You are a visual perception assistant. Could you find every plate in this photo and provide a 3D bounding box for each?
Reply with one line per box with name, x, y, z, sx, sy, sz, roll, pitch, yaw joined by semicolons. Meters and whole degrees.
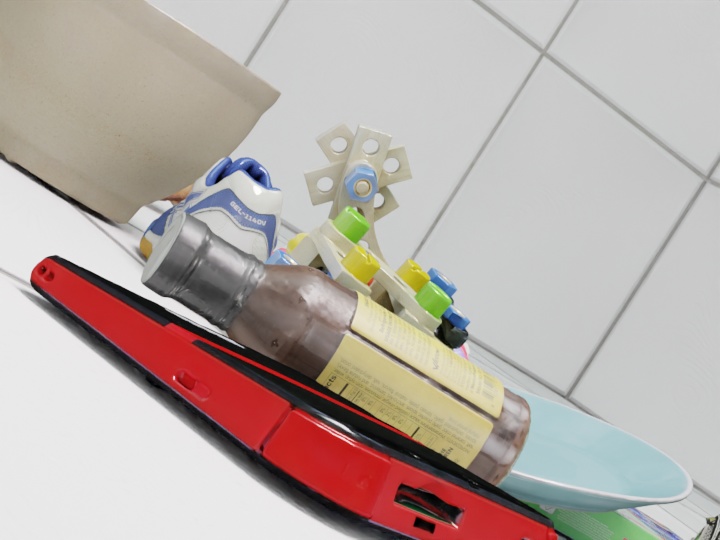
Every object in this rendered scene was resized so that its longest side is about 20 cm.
plate;0.087;0.099;1.083;0.200;0.026;0.200;16;11;-3

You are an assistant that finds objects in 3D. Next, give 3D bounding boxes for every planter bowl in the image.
planter bowl;-0.171;-0.116;1.280;0.200;0.135;0.200;32;1;-1

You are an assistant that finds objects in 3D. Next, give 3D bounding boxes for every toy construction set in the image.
toy construction set;0.000;0.000;1.077;0.131;0.092;0.200;38;24;-14

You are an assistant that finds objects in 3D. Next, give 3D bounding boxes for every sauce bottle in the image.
sauce bottle;-0.012;0.039;0.935;0.200;0.065;0.065;34;1;-14

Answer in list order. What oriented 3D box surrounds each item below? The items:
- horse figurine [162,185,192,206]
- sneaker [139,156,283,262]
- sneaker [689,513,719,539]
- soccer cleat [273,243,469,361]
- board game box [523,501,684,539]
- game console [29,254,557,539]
horse figurine;-0.157;-0.076;1.727;0.200;0.050;0.133;40;9;-46
sneaker;-0.079;-0.024;1.158;0.075;0.088;0.200;30;1;-14
sneaker;0.185;0.152;0.979;0.078;0.085;0.200;33;2;17
soccer cleat;0.001;0.042;1.417;0.076;0.067;0.200;-11;40;-40
board game box;0.147;0.153;1.210;0.200;0.029;0.135;32;3;-24
game console;-0.022;0.064;0.781;0.177;0.031;0.200;27;-2;35
